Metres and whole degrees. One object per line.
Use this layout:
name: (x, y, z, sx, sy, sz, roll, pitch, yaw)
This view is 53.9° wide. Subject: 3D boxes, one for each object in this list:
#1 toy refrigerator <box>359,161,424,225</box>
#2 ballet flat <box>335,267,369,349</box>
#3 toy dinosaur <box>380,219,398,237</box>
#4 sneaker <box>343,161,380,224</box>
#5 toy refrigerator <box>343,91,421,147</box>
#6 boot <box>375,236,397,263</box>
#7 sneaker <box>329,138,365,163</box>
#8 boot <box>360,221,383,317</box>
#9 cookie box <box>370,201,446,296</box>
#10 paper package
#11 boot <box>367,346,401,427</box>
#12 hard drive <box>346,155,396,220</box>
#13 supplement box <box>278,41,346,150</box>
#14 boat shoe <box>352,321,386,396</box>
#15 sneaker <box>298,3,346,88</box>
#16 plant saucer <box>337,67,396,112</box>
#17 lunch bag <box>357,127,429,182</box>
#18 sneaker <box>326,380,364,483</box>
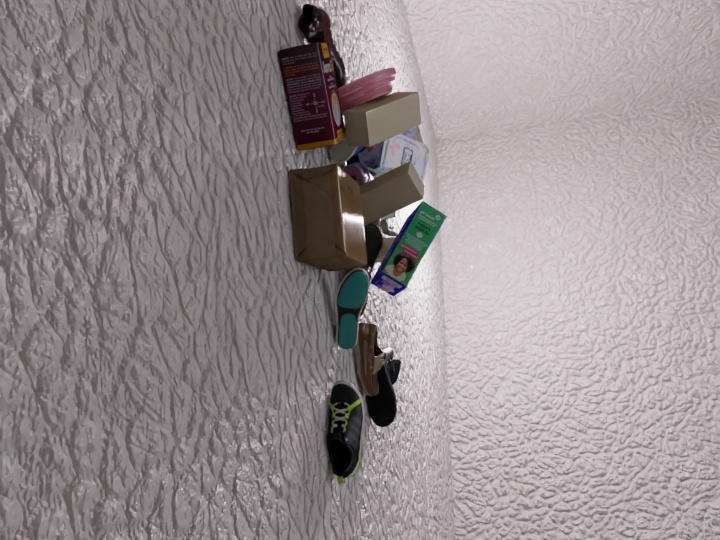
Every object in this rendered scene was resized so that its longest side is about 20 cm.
toy refrigerator: (0.048, -0.176, 1.686, 0.076, 0.199, 0.070, 55, 26, -23)
ballet flat: (-0.025, 0.076, 1.554, 0.070, 0.069, 0.201, -68, 168, -65)
toy dinosaur: (0.052, -0.149, 2.015, 0.201, 0.076, 0.102, 70, 18, -3)
sneaker: (0.010, -0.195, 1.828, 0.089, 0.080, 0.201, -66, 146, -55)
toy refrigerator: (0.049, -0.336, 1.563, 0.200, 0.070, 0.076, -33, 124, -43)
boot: (0.078, -0.067, 1.920, 0.200, 0.154, 0.073, -57, 138, -71)
sneaker: (0.009, -0.343, 1.716, 0.077, 0.200, 0.111, 45, 17, -10)
boot: (0.002, 0.000, 1.706, 0.200, 0.072, 0.183, -64, 163, -58)
cookie box: (0.113, -0.049, 1.708, 0.201, 0.075, 0.171, -60, -178, -11)
paper package: (-0.062, -0.103, 1.440, 0.200, 0.103, 0.192, 19, 65, -75)
boot: (0.068, 0.302, 1.869, 0.168, 0.076, 0.202, 17, 61, -72)
hard drive: (0.029, -0.232, 1.913, 0.139, 0.033, 0.202, -17, 103, -42)
supplement box: (-0.096, -0.359, 1.453, 0.110, 0.085, 0.202, -61, 143, -69)
boat shoe: (0.026, 0.218, 1.735, 0.076, 0.071, 0.201, -69, 150, -64)
sneaker: (-0.097, -0.499, 1.583, 0.115, 0.075, 0.202, -14, 87, -72)
plant saucer: (-0.006, -0.396, 1.602, 0.051, 0.199, 0.201, 66, 16, -8)
lunch bag: (0.084, -0.314, 1.825, 0.169, 0.127, 0.201, 18, 50, -39)
sneaker: (-0.031, 0.324, 1.431, 0.083, 0.071, 0.202, 29, 56, -73)
